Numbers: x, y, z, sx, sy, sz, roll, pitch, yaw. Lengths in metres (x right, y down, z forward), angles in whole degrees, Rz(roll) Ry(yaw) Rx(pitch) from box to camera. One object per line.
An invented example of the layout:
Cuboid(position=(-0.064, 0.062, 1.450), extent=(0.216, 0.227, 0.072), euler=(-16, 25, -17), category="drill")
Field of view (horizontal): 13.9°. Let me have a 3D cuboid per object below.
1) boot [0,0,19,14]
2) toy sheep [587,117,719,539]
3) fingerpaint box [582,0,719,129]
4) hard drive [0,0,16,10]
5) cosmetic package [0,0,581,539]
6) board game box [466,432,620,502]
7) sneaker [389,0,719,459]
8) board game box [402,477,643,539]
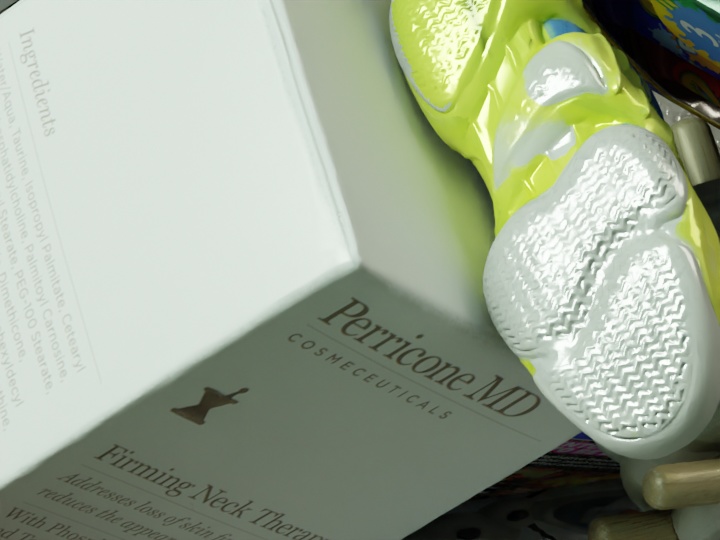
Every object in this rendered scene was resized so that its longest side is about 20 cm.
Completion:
Cuboid(position=(-0.200, -0.060, 1.082), extent=(0.200, 0.069, 0.174), euler=(37, 45, 21), category="boot")
Cuboid(position=(0.137, 0.034, 1.038), extent=(0.138, 0.138, 0.201), euler=(25, 49, -58), category="toy sheep")
Cuboid(position=(0.126, -0.100, 1.008), extent=(0.167, 0.073, 0.200), euler=(34, -2, 26), category="fingerpaint box")
Cuboid(position=(-0.232, -0.100, 1.046), extent=(0.132, 0.025, 0.200), euler=(42, 54, 15), category="hard drive")
Cuboid(position=(-0.053, 0.004, 0.995), extent=(0.167, 0.200, 0.167), euler=(28, 37, -50), category="cosmetic package")
Cuboid(position=(0.032, 0.038, 1.167), extent=(0.159, 0.200, 0.097), euler=(8, 69, -43), category="board game box")
Cuboid(position=(0.082, -0.022, 0.944), extent=(0.105, 0.076, 0.201), euler=(27, 37, -52), category="sneaker")
Cuboid(position=(0.102, 0.136, 1.085), extent=(0.200, 0.198, 0.044), euler=(-78, 157, -67), category="board game box")
